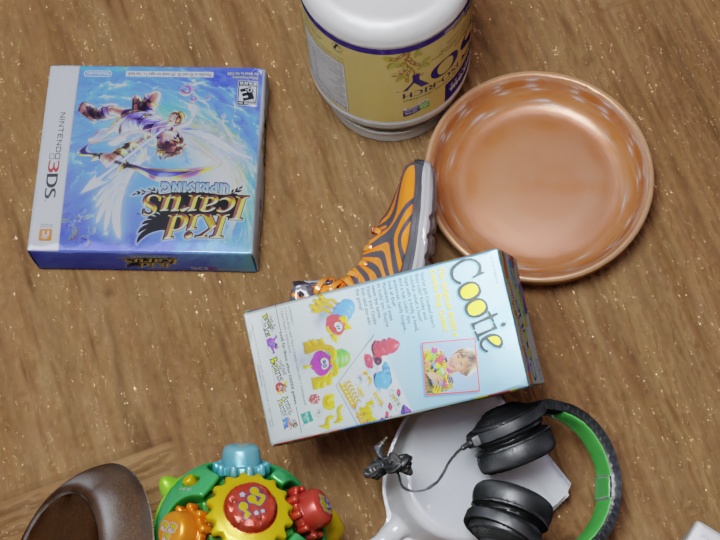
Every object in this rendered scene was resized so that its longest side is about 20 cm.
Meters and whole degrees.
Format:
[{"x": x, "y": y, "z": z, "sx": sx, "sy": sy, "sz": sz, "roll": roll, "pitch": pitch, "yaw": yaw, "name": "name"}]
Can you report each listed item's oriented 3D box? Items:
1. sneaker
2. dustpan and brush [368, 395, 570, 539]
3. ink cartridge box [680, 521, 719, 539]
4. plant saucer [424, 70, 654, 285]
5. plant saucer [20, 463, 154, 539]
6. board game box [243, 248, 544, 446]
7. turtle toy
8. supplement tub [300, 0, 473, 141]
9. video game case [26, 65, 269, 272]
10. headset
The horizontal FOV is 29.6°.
[{"x": 0.000, "y": 0.000, "z": 1.132, "sx": 0.111, "sy": 0.078, "sz": 0.202, "roll": 10, "pitch": 84, "yaw": 8, "name": "sneaker"}, {"x": 0.051, "y": 0.188, "z": 1.091, "sx": 0.200, "sy": 0.057, "sz": 0.140, "roll": -37, "pitch": 84, "yaw": -18, "name": "dustpan and brush"}, {"x": 0.250, "y": 0.307, "z": 1.021, "sx": 0.116, "sy": 0.067, "sz": 0.201, "roll": 30, "pitch": 73, "yaw": 13, "name": "ink cartridge box"}, {"x": 0.154, "y": -0.078, "z": 1.192, "sx": 0.198, "sy": 0.038, "sz": 0.202, "roll": -1, "pitch": 68, "yaw": 2, "name": "plant saucer"}, {"x": -0.220, "y": 0.240, "z": 1.016, "sx": 0.032, "sy": 0.199, "sz": 0.202, "roll": 21, "pitch": 65, "yaw": -34, "name": "plant saucer"}, {"x": 0.028, "y": 0.060, "z": 1.041, "sx": 0.198, "sy": 0.103, "sz": 0.106, "roll": -14, "pitch": 83, "yaw": 13, "name": "board game box"}, {"x": -0.067, "y": 0.206, "z": 0.997, "sx": 0.199, "sy": 0.101, "sz": 0.146, "roll": 33, "pitch": 53, "yaw": 11, "name": "turtle toy"}, {"x": 0.023, "y": -0.210, "z": 1.162, "sx": 0.144, "sy": 0.200, "sz": 0.147, "roll": -1, "pitch": 69, "yaw": 3, "name": "supplement tub"}, {"x": -0.185, "y": -0.092, "z": 1.209, "sx": 0.198, "sy": 0.046, "sz": 0.183, "roll": 1, "pitch": 70, "yaw": 3, "name": "video game case"}, {"x": 0.106, "y": 0.161, "z": 1.052, "sx": 0.198, "sy": 0.094, "sz": 0.125, "roll": 10, "pitch": 72, "yaw": -26, "name": "headset"}]
